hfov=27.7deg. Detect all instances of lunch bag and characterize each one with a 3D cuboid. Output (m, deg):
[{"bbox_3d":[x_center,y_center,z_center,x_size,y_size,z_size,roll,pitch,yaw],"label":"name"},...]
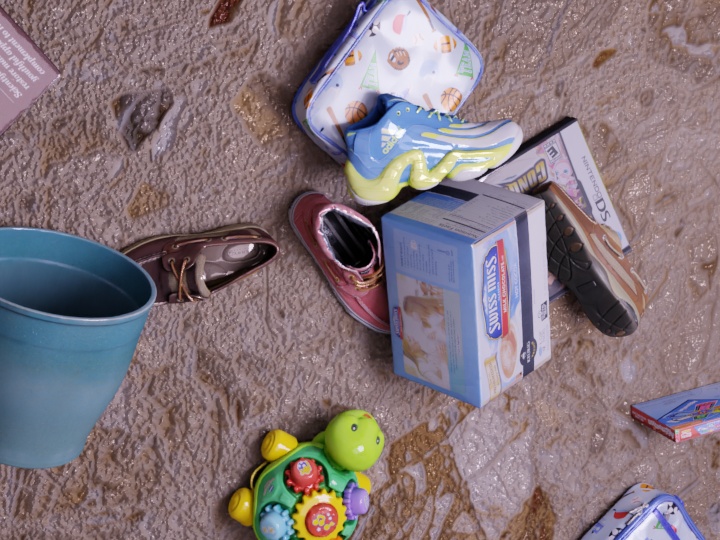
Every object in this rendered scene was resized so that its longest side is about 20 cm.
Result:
[{"bbox_3d":[0.028,-0.205,1.580,0.160,0.076,0.201,38,87,-21],"label":"lunch bag"},{"bbox_3d":[0.367,0.370,1.819,0.160,0.075,0.201,-41,113,-11],"label":"lunch bag"}]

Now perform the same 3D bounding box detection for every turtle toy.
[{"bbox_3d":[-0.046,0.243,1.625,0.145,0.101,0.201,30,89,-24],"label":"turtle toy"}]

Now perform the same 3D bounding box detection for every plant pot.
[{"bbox_3d":[-0.319,0.085,1.448,0.198,0.200,0.190,8,112,-22],"label":"plant pot"}]

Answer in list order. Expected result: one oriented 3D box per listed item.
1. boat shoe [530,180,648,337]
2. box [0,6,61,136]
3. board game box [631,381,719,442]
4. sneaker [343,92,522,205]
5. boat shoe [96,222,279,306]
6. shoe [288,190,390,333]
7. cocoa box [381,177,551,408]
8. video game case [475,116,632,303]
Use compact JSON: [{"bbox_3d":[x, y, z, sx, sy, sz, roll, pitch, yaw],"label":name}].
[{"bbox_3d":[0.265,-0.019,1.688,0.074,0.075,0.201,-43,105,-37],"label":"boat shoe"},{"bbox_3d":[-0.403,-0.191,1.347,0.164,0.200,0.166,-45,113,-8],"label":"box"},{"bbox_3d":[0.446,0.166,1.799,0.198,0.103,0.020,-12,105,-18],"label":"board game box"},{"bbox_3d":[0.072,-0.143,1.526,0.198,0.076,0.106,-21,114,-10],"label":"sneaker"},{"bbox_3d":[-0.180,-0.001,1.540,0.198,0.072,0.073,-14,105,-18],"label":"boat shoe"},{"bbox_3d":[0.000,0.000,1.599,0.071,0.091,0.201,-42,112,-8],"label":"shoe"},{"bbox_3d":[0.116,0.021,1.587,0.131,0.133,0.202,-30,126,-40],"label":"cocoa box"},{"bbox_3d":[0.203,-0.052,1.704,0.199,0.025,0.182,-31,110,-13],"label":"video game case"}]
